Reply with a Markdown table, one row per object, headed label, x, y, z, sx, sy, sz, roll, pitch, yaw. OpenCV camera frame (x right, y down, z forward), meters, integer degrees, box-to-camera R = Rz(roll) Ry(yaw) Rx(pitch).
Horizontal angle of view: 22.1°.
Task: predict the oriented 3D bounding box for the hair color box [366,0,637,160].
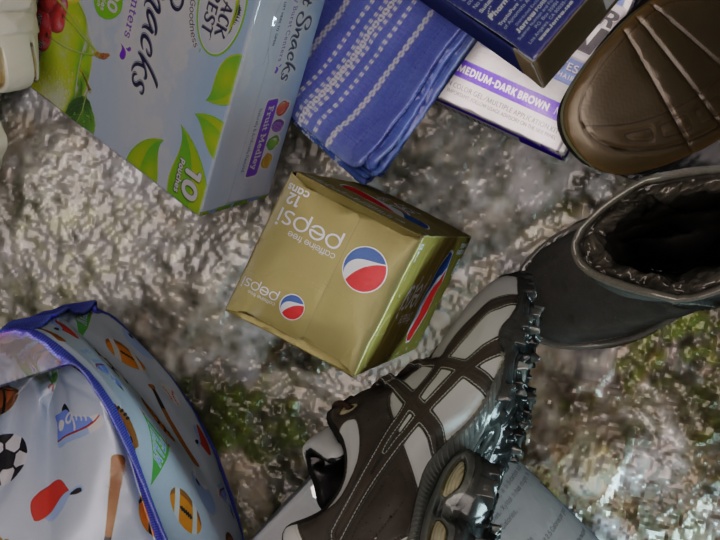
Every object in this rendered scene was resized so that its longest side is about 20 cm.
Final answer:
| label | x | y | z | sx | sy | sz | roll | pitch | yaw |
| --- | --- | --- | --- | --- | --- | --- | --- | --- | --- |
| hair color box | 0.093 | -0.167 | 0.906 | 0.109 | 0.065 | 0.201 | 24 | 93 | 6 |

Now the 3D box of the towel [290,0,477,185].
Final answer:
| label | x | y | z | sx | sy | sz | roll | pitch | yaw |
| --- | --- | --- | --- | --- | --- | --- | --- | --- | --- |
| towel | -0.021 | -0.153 | 0.897 | 0.200 | 0.024 | 0.145 | 41 | 101 | 26 |

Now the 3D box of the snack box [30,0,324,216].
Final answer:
| label | x | y | z | sx | sy | sz | roll | pitch | yaw |
| --- | --- | --- | --- | --- | --- | --- | --- | --- | --- |
| snack box | -0.081 | -0.148 | 0.867 | 0.142 | 0.053 | 0.201 | 35 | 123 | 29 |

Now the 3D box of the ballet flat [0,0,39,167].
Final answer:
| label | x | y | z | sx | sy | sz | roll | pitch | yaw |
| --- | --- | --- | --- | --- | --- | --- | --- | --- | --- |
| ballet flat | -0.190 | -0.095 | 0.908 | 0.072 | 0.072 | 0.201 | 30 | 122 | 4 |

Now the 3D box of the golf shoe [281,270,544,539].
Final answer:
| label | x | y | z | sx | sy | sz | roll | pitch | yaw |
| --- | --- | --- | --- | --- | --- | --- | --- | --- | --- |
| golf shoe | 0.026 | 0.064 | 0.802 | 0.094 | 0.200 | 0.078 | 9 | 129 | 13 |

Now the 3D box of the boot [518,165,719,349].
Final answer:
| label | x | y | z | sx | sy | sz | roll | pitch | yaw |
| --- | --- | --- | --- | --- | --- | --- | --- | --- | --- |
| boot | 0.128 | -0.002 | 0.830 | 0.181 | 0.200 | 0.073 | -20 | 89 | 21 |

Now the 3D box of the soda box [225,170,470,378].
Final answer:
| label | x | y | z | sx | sy | sz | roll | pitch | yaw |
| --- | --- | --- | --- | --- | --- | --- | --- | --- | --- |
| soda box | 0.000 | 0.000 | 0.852 | 0.064 | 0.200 | 0.068 | 27 | 95 | 8 |

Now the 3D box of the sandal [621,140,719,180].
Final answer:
| label | x | y | z | sx | sy | sz | roll | pitch | yaw |
| --- | --- | --- | --- | --- | --- | --- | --- | --- | --- |
| sandal | 0.214 | -0.067 | 0.903 | 0.199 | 0.048 | 0.076 | -2 | 92 | 7 |

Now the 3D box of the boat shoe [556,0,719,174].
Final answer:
| label | x | y | z | sx | sy | sz | roll | pitch | yaw |
| --- | --- | --- | --- | --- | --- | --- | --- | --- | --- |
| boat shoe | 0.167 | -0.112 | 0.874 | 0.200 | 0.065 | 0.073 | -38 | 98 | -15 |

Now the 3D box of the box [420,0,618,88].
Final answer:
| label | x | y | z | sx | sy | sz | roll | pitch | yaw |
| --- | --- | --- | --- | --- | --- | --- | --- | --- | --- |
| box | 0.047 | -0.184 | 0.845 | 0.200 | 0.032 | 0.121 | 39 | 86 | 27 |

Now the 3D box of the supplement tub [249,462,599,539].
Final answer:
| label | x | y | z | sx | sy | sz | roll | pitch | yaw |
| --- | --- | --- | --- | --- | --- | --- | --- | --- | --- |
| supplement tub | 0.055 | 0.161 | 0.890 | 0.200 | 0.132 | 0.132 | 45 | 96 | 2 |

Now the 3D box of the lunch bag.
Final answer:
| label | x | y | z | sx | sy | sz | roll | pitch | yaw |
| --- | --- | --- | --- | --- | --- | --- | --- | --- | --- |
| lunch bag | -0.129 | 0.117 | 0.890 | 0.123 | 0.170 | 0.201 | -16 | 92 | 4 |
